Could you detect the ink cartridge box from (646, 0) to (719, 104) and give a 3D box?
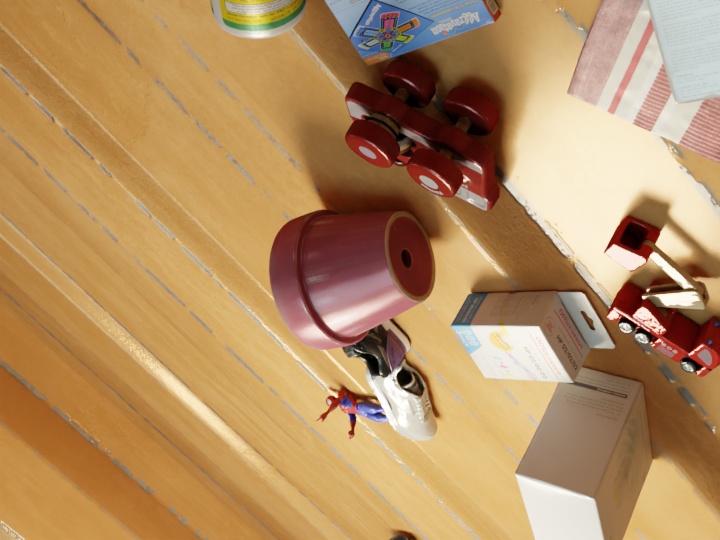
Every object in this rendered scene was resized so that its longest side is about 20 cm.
[{"bbox_3d":[0.322,-0.248,0.781,0.161,0.057,0.202,-4,120,39],"label":"ink cartridge box"}]

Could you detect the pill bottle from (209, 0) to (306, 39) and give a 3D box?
[{"bbox_3d":[-0.120,-0.362,1.007,0.112,0.113,0.201,23,147,20],"label":"pill bottle"}]

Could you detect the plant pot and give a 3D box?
[{"bbox_3d":[0.000,0.000,1.321,0.177,0.201,0.201,-15,125,33],"label":"plant pot"}]

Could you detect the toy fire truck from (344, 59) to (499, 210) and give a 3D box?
[{"bbox_3d":[0.074,-0.148,1.123,0.199,0.113,0.168,28,167,16],"label":"toy fire truck"}]

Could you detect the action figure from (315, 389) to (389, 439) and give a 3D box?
[{"bbox_3d":[-0.001,0.285,1.783,0.198,0.099,0.066,12,141,39],"label":"action figure"}]

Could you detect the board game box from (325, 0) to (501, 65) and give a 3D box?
[{"bbox_3d":[0.051,-0.292,1.022,0.199,0.020,0.103,-5,129,48],"label":"board game box"}]

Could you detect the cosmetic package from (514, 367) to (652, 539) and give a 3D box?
[{"bbox_3d":[0.328,0.284,1.347,0.122,0.201,0.200,13,143,33],"label":"cosmetic package"}]

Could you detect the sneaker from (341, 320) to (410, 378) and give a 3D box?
[{"bbox_3d":[-0.006,0.093,1.531,0.200,0.088,0.076,44,148,-13],"label":"sneaker"}]

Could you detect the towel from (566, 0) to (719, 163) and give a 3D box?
[{"bbox_3d":[0.310,-0.188,0.905,0.198,0.023,0.145,28,146,11],"label":"towel"}]

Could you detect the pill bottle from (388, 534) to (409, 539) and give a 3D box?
[{"bbox_3d":[0.132,0.723,2.221,0.111,0.112,0.201,-4,130,47],"label":"pill bottle"}]

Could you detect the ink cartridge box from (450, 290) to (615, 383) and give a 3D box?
[{"bbox_3d":[0.239,0.093,1.307,0.199,0.068,0.116,-4,131,47],"label":"ink cartridge box"}]

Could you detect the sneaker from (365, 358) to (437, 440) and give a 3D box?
[{"bbox_3d":[0.088,0.228,1.642,0.080,0.077,0.201,-11,128,39],"label":"sneaker"}]

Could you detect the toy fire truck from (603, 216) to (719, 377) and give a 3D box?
[{"bbox_3d":[0.368,0.036,1.120,0.199,0.049,0.141,33,149,6],"label":"toy fire truck"}]
